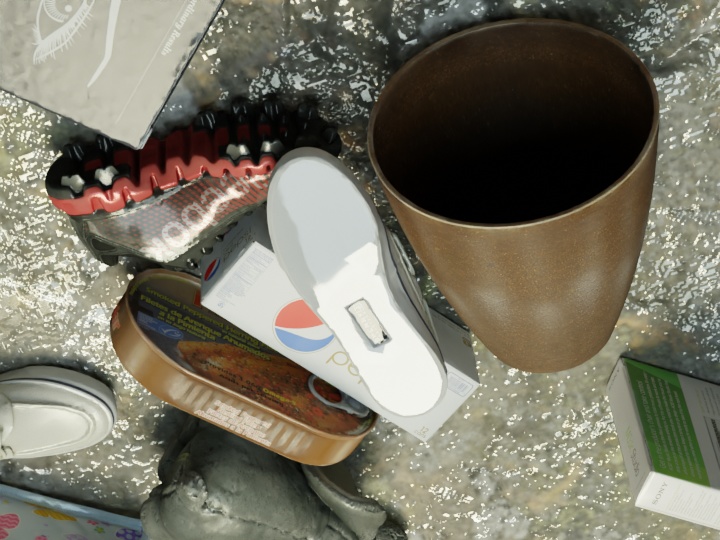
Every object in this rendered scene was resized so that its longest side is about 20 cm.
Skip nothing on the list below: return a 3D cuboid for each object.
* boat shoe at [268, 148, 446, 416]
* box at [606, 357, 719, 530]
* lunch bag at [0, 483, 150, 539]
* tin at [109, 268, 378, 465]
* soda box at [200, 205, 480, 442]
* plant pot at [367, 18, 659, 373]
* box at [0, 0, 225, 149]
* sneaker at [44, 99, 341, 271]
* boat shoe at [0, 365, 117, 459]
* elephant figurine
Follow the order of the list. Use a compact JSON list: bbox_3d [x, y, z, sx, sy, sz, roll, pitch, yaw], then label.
[{"bbox_3d":[0.000,0.000,1.674,0.071,0.070,0.200,-26,112,13],"label":"boat shoe"},{"bbox_3d":[0.278,0.138,1.801,0.200,0.144,0.036,18,119,-14],"label":"box"},{"bbox_3d":[-0.271,0.254,1.852,0.200,0.127,0.170,17,118,-6],"label":"lunch bag"},{"bbox_3d":[-0.081,0.067,1.753,0.200,0.112,0.042,26,124,-18],"label":"tin"},{"bbox_3d":[-0.014,0.034,1.760,0.200,0.068,0.064,33,114,-21],"label":"soda box"},{"bbox_3d":[0.114,-0.031,1.680,0.187,0.187,0.200,-12,137,4],"label":"plant pot"},{"bbox_3d":[-0.192,-0.191,1.585,0.200,0.104,0.148,25,117,-18],"label":"box"},{"bbox_3d":[-0.105,-0.052,1.699,0.200,0.071,0.098,-13,122,7],"label":"sneaker"},{"bbox_3d":[-0.272,0.113,1.792,0.200,0.070,0.071,2,122,-4],"label":"boat shoe"},{"bbox_3d":[-0.043,0.175,1.797,0.200,0.155,0.142,32,139,-10],"label":"elephant figurine"}]
